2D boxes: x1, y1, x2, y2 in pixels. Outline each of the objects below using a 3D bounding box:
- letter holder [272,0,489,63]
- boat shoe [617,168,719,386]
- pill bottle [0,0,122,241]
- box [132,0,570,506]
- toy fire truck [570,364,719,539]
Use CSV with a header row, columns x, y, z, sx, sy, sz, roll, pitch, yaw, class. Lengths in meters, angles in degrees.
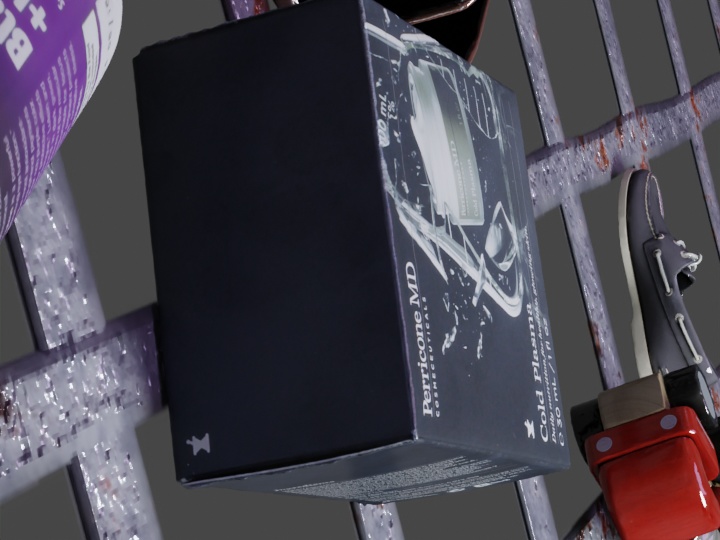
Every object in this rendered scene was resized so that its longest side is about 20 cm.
x,y,z,sx,sy,sz,roll,pitch,yaw,class
0.043,-0.203,1.100,0.201,0.141,0.101,-80,148,-44,letter holder
0.251,0.008,1.587,0.073,0.062,0.201,35,47,-59,boat shoe
-0.151,-0.044,0.590,0.200,0.111,0.112,-71,142,-52,pill bottle
0.000,0.000,0.920,0.196,0.123,0.201,17,63,-63,box
0.211,0.197,1.350,0.201,0.128,0.176,-95,158,-43,toy fire truck
